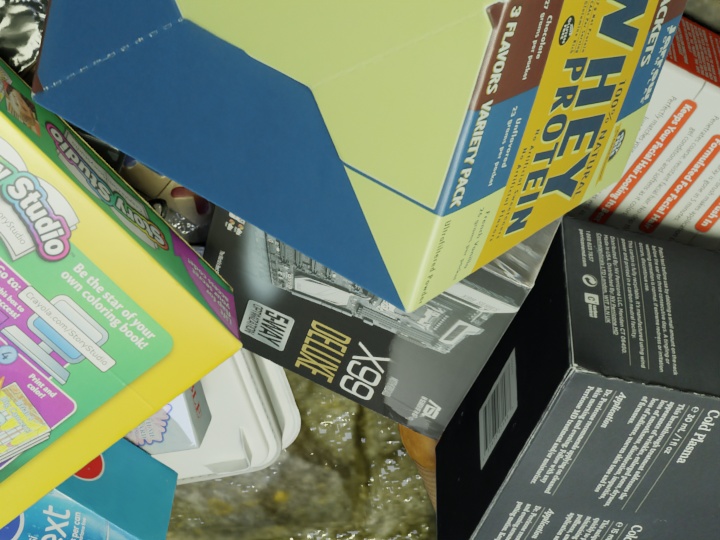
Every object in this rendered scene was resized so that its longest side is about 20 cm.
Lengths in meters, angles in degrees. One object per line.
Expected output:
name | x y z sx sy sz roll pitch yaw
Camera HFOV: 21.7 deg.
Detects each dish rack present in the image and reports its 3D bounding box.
dish rack | -0.147 0.074 1.120 0.199 0.044 0.172 -10 129 11

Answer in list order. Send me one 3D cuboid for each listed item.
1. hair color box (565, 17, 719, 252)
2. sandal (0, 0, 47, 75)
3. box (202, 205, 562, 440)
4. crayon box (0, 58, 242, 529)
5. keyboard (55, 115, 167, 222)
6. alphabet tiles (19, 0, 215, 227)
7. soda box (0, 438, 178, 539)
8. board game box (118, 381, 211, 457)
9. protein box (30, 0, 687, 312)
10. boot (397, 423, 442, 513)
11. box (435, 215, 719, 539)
hair color box | 0.133 -0.076 0.960 0.199 0.064 0.111 25 125 -16
sandal | -0.213 -0.152 0.825 0.200 0.048 0.075 37 96 -34
box | 0.000 0.000 0.960 0.157 0.050 0.200 26 152 1
crayon box | -0.184 0.010 0.876 0.172 0.058 0.200 -37 121 11
keyboard | -0.160 -0.019 0.956 0.104 0.040 0.200 23 138 -7
alphabet tiles | -0.122 -0.103 0.929 0.200 0.006 0.167 33 108 -34
soda box | -0.198 0.098 1.003 0.199 0.068 0.064 34 121 -19
board game box | -0.202 0.017 1.038 0.198 0.041 0.201 -10 112 10
protein box | 0.008 -0.111 0.795 0.198 0.200 0.136 29 121 21
boot | 0.119 0.067 1.091 0.200 0.071 0.145 -15 114 -3
box | 0.154 0.091 0.977 0.181 0.105 0.201 13 135 -12
